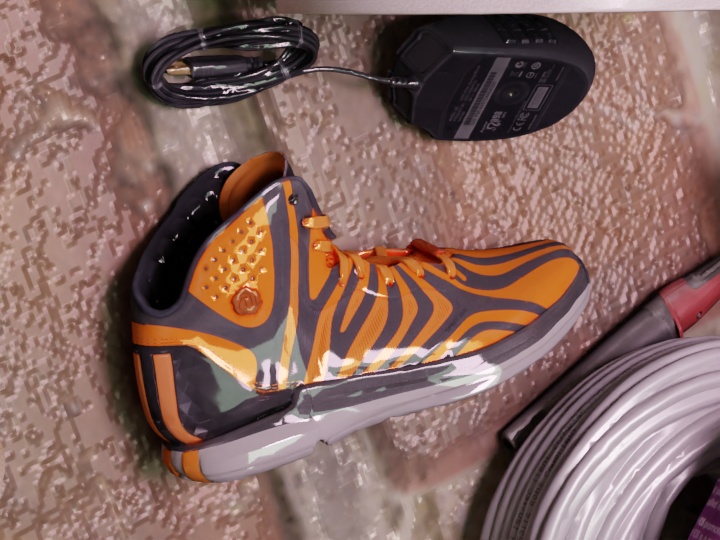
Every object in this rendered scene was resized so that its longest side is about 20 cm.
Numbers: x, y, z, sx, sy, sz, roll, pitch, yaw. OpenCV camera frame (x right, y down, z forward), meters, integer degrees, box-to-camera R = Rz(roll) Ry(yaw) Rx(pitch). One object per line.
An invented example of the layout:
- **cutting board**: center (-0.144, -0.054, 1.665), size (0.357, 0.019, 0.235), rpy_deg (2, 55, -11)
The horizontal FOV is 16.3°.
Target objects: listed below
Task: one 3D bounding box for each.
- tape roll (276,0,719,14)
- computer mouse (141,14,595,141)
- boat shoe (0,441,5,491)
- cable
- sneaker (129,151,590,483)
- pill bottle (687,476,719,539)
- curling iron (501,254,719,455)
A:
- **tape roll**: center (0.067, -0.116, 0.952), size (0.203, 0.203, 0.037), rpy_deg (-5, 97, -30)
- **computer mouse**: center (0.005, -0.085, 1.016), size (0.200, 0.059, 0.034), rpy_deg (2, 51, -27)
- **boat shoe**: center (-0.169, 0.076, 0.911), size (0.072, 0.076, 0.200), rpy_deg (-31, 119, -29)
- **cable**: center (0.144, 0.123, 1.090), size (0.200, 0.069, 0.200), rpy_deg (42, 80, -31)
- **sneaker**: center (0.000, 0.000, 0.995), size (0.200, 0.078, 0.112), rpy_deg (-22, 107, -27)
- **pill bottle**: center (0.187, 0.124, 1.008), size (0.112, 0.112, 0.200), rpy_deg (28, 88, -30)
- **curling iron**: center (0.144, 0.027, 1.113), size (0.200, 0.026, 0.050), rpy_deg (-31, 108, -24)
